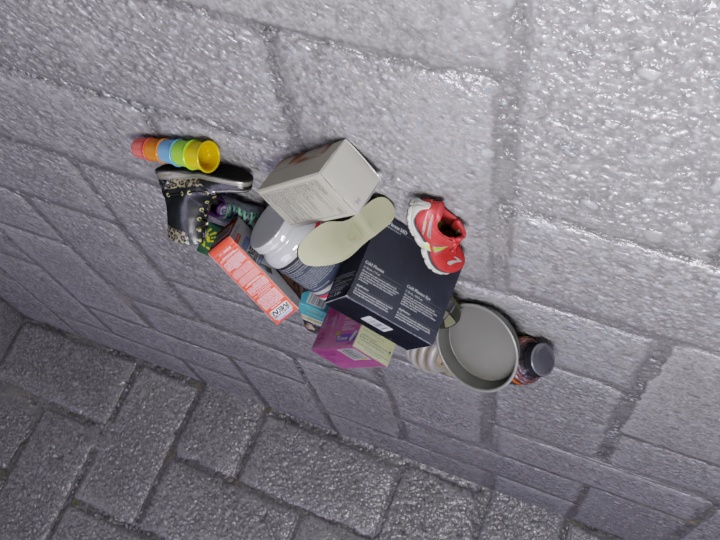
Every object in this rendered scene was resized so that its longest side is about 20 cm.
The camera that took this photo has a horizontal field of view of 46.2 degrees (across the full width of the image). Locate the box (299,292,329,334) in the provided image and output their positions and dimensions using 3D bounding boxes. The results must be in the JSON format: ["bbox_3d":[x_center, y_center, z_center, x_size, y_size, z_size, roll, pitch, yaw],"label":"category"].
[{"bbox_3d":[-0.099,0.106,2.058,0.082,0.049,0.200,21,160,10],"label":"box"}]

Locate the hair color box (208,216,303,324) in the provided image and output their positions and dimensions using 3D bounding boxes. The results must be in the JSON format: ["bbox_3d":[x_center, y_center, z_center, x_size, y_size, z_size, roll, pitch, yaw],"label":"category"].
[{"bbox_3d":[-0.204,0.000,1.676,0.064,0.111,0.200,-36,109,16],"label":"hair color box"}]

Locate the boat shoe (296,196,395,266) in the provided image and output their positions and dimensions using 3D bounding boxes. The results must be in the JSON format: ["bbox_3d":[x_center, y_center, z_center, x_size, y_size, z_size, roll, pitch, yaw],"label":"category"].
[{"bbox_3d":[-0.031,-0.065,1.484,0.063,0.201,0.074,-6,114,62],"label":"boat shoe"}]

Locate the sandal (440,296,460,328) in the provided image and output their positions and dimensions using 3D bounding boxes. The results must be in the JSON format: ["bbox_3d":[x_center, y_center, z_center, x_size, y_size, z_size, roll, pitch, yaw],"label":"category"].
[{"bbox_3d":[0.139,0.038,1.733,0.080,0.057,0.201,-29,111,27],"label":"sandal"}]

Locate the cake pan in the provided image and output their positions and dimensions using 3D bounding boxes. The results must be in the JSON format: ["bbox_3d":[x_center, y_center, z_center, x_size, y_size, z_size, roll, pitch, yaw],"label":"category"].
[{"bbox_3d":[0.251,0.159,1.780,0.200,0.037,0.201,16,117,34],"label":"cake pan"}]

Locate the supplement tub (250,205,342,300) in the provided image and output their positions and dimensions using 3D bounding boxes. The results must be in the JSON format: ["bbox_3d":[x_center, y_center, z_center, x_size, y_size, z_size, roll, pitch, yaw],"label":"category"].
[{"bbox_3d":[-0.102,-0.043,1.664,0.200,0.141,0.140,35,156,-29],"label":"supplement tub"}]

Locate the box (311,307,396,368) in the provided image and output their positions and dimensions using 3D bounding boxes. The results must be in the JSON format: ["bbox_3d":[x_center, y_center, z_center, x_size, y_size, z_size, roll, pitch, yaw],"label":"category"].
[{"bbox_3d":[0.009,0.100,1.808,0.097,0.200,0.176,34,157,-25],"label":"box"}]

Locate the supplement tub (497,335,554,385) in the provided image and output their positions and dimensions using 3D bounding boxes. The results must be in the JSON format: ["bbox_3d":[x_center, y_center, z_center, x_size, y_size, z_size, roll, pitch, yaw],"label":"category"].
[{"bbox_3d":[0.328,0.196,1.842,0.107,0.107,0.200,33,157,-25],"label":"supplement tub"}]

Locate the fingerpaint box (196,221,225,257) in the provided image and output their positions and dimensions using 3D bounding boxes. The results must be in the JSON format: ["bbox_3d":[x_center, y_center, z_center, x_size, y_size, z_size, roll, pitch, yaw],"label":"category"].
[{"bbox_3d":[-0.251,-0.039,1.847,0.166,0.074,0.200,23,179,2],"label":"fingerpaint box"}]

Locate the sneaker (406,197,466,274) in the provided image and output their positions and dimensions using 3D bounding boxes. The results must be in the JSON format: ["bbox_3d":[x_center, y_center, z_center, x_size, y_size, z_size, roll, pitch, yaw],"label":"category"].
[{"bbox_3d":[0.148,-0.054,1.477,0.085,0.077,0.200,3,152,32],"label":"sneaker"}]

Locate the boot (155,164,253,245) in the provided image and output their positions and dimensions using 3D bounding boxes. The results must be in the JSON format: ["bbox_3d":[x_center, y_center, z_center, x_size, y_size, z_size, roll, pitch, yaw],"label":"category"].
[{"bbox_3d":[-0.298,-0.126,1.642,0.203,0.073,0.154,7,115,17],"label":"boot"}]

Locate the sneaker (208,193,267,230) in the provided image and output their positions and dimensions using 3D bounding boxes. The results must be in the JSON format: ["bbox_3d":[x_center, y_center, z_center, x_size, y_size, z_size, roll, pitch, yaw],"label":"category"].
[{"bbox_3d":[-0.251,-0.108,1.719,0.200,0.075,0.088,21,-169,5],"label":"sneaker"}]

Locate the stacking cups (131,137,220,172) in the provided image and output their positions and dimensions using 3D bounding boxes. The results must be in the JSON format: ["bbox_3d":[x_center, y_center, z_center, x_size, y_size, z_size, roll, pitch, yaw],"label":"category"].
[{"bbox_3d":[-0.359,-0.222,1.616,0.200,0.061,0.061,9,155,36],"label":"stacking cups"}]

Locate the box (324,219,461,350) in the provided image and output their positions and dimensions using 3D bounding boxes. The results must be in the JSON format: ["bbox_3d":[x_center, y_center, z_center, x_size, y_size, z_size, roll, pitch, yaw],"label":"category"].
[{"bbox_3d":[0.066,0.023,1.593,0.200,0.182,0.104,31,159,-18],"label":"box"}]

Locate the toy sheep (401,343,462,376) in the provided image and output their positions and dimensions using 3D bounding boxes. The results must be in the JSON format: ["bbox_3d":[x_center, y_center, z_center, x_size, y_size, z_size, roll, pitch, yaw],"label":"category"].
[{"bbox_3d":[0.158,0.168,1.925,0.200,0.138,0.138,27,166,41],"label":"toy sheep"}]

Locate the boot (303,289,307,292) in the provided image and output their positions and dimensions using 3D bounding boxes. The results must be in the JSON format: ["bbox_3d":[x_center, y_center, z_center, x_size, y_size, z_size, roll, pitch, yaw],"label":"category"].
[{"bbox_3d":[-0.129,0.011,1.932,0.200,0.076,0.074,-19,156,33],"label":"boot"}]

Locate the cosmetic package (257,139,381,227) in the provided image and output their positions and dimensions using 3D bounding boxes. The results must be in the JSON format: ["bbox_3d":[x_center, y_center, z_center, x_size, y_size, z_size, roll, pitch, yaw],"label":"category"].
[{"bbox_3d":[-0.073,-0.146,1.448,0.200,0.087,0.103,-4,135,52],"label":"cosmetic package"}]
